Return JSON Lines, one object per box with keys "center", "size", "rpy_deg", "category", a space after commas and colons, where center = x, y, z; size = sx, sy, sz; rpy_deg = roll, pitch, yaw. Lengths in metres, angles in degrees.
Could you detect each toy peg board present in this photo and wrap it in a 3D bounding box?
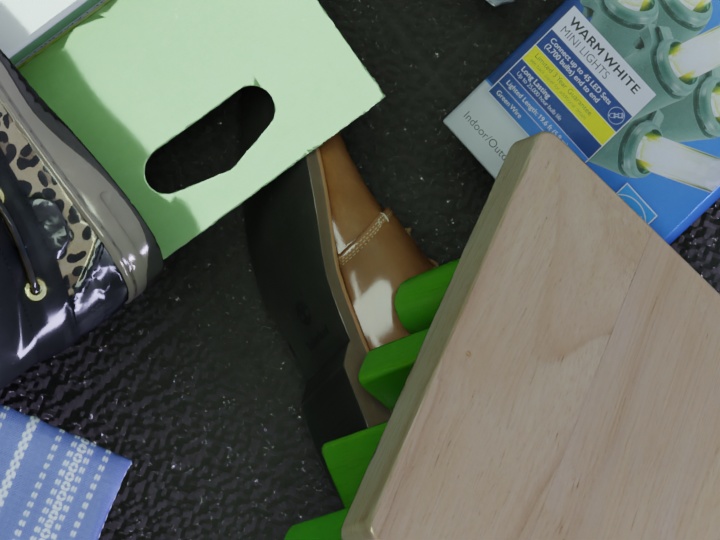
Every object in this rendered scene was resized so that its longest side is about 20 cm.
{"center": [0.075, 0.090, 1.137], "size": [0.199, 0.098, 0.201], "rpy_deg": [42, 53, -23], "category": "toy peg board"}

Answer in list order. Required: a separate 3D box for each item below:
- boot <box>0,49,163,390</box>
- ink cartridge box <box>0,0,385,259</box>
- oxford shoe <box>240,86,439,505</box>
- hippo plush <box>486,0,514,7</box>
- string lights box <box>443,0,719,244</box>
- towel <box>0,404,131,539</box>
{"center": [-0.190, -0.024, 1.087], "size": [0.200, 0.073, 0.151], "rpy_deg": [47, 70, -8], "category": "boot"}
{"center": [-0.105, -0.112, 1.159], "size": [0.145, 0.048, 0.200], "rpy_deg": [-35, 88, 4], "category": "ink cartridge box"}
{"center": [0.000, 0.000, 1.216], "size": [0.071, 0.071, 0.201], "rpy_deg": [-14, 83, -26], "category": "oxford shoe"}
{"center": [0.010, -0.212, 1.167], "size": [0.159, 0.161, 0.200], "rpy_deg": [-39, 81, -21], "category": "hippo plush"}
{"center": [0.142, -0.095, 1.189], "size": [0.200, 0.059, 0.103], "rpy_deg": [-45, 83, 15], "category": "string lights box"}
{"center": [-0.207, 0.102, 1.112], "size": [0.199, 0.024, 0.145], "rpy_deg": [22, 82, 2], "category": "towel"}
